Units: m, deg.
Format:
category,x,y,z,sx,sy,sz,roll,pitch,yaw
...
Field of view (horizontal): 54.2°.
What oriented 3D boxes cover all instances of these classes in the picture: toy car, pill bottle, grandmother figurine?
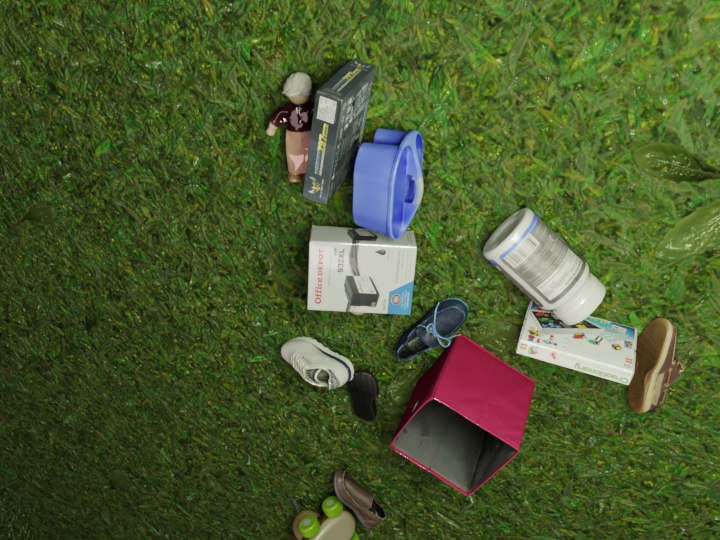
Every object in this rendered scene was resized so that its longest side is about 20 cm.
category,x,y,z,sx,sy,sz,roll,pitch,yaw
toy car,-0.124,0.702,1.952,0.200,0.158,0.164,11,130,54
pill bottle,0.322,-0.004,1.225,0.200,0.114,0.114,42,130,-8
grandmother figurine,-0.111,-0.261,1.281,0.121,0.061,0.200,-3,123,-6

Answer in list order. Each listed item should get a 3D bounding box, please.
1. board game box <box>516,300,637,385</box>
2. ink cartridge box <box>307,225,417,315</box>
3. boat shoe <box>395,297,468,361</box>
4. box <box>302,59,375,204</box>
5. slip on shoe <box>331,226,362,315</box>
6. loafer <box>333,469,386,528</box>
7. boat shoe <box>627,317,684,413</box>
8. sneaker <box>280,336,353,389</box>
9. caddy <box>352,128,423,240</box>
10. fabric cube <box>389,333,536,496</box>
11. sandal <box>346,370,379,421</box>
category,x,y,z,sx,sy,sz,roll,pitch,yaw
board game box,0.394,0.127,1.277,0.200,0.126,0.035,16,128,15
ink cartridge box,0.000,0.000,1.338,0.200,0.084,0.145,3,114,-2
boat shoe,0.147,0.133,1.432,0.084,0.069,0.200,37,130,-4
box,-0.037,-0.236,1.194,0.051,0.158,0.200,21,130,10
slip on shoe,-0.019,0.003,1.418,0.061,0.074,0.200,-5,116,24
loafer,0.002,0.586,1.832,0.071,0.073,0.200,-25,116,25
boat shoe,0.550,0.174,1.288,0.072,0.072,0.200,-2,116,-10
sneaker,-0.112,0.208,1.575,0.200,0.080,0.077,16,122,35
caddy,0.060,-0.151,1.223,0.105,0.141,0.200,17,129,19
fabric cube,0.209,0.291,1.432,0.200,0.199,0.196,32,131,0
sandal,0.011,0.279,1.624,0.075,0.045,0.200,20,144,17
